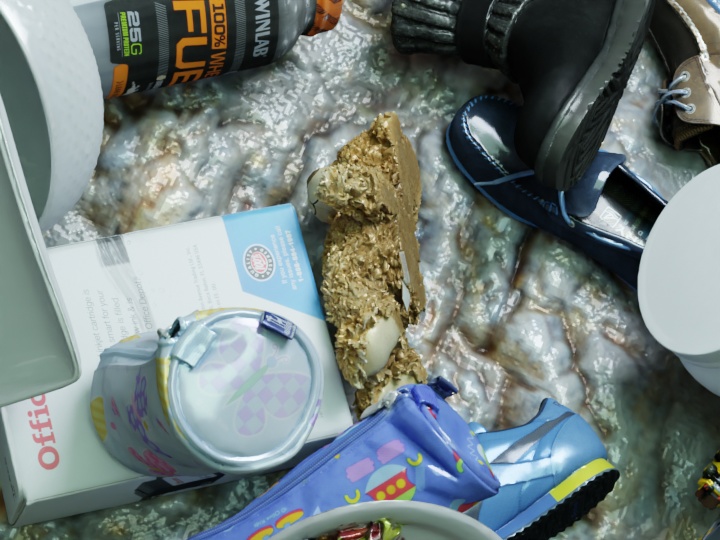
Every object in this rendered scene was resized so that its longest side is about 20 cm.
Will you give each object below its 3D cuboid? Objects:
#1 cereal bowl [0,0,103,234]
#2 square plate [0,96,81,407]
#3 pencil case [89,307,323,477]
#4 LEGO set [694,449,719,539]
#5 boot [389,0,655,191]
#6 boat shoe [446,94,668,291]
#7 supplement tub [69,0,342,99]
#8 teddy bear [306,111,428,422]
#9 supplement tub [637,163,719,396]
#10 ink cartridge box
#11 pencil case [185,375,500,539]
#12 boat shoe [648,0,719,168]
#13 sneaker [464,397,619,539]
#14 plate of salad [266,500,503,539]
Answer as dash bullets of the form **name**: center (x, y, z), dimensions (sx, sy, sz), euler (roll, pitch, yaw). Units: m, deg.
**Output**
- **cereal bowl**: center (-0.220, -0.114, 1.364), dimensions (0.200, 0.200, 0.083), euler (50, 46, 7)
- **square plate**: center (-0.246, -0.010, 1.331), dimensions (0.028, 0.199, 0.199), euler (-15, 86, -53)
- **pencil case**: center (-0.086, 0.067, 1.255), dimensions (0.090, 0.200, 0.083), euler (24, 78, -13)
- **LEGO set**: center (0.258, 0.207, 1.447), dimensions (0.200, 0.116, 0.154), euler (38, 37, -2)
- **boot**: center (0.088, -0.137, 1.483), dimensions (0.157, 0.080, 0.211), euler (18, 38, 9)
- **boat shoe**: center (0.151, -0.056, 1.514), dimensions (0.199, 0.069, 0.084), euler (29, 67, -2)
- **supplement tub**: center (-0.119, -0.176, 1.462), dimensions (0.199, 0.123, 0.123), euler (-14, 75, -17)
- **teddy bear**: center (0.000, 0.000, 1.423), dimensions (0.066, 0.145, 0.201), euler (-11, 69, 13)
- **supplement tub**: center (0.278, 0.025, 1.440), dimensions (0.200, 0.144, 0.145), euler (25, 63, -36)
- **ink cartridge box**: center (-0.123, 0.056, 1.399), dimensions (0.199, 0.084, 0.146), euler (-11, 76, -17)
- **pencil case**: center (-0.017, 0.142, 1.355), dimensions (0.200, 0.078, 0.087), euler (-35, 106, 6)
- **boat shoe**: center (0.233, -0.111, 1.552), dimensions (0.072, 0.072, 0.200), euler (-31, 81, -20)
- **sneaker**: center (0.059, 0.146, 1.429), dimensions (0.200, 0.066, 0.079), euler (-31, 67, -21)
- **plate of salad**: center (0.005, 0.216, 1.330), dimensions (0.199, 0.201, 0.048), euler (-1, 31, -14)
